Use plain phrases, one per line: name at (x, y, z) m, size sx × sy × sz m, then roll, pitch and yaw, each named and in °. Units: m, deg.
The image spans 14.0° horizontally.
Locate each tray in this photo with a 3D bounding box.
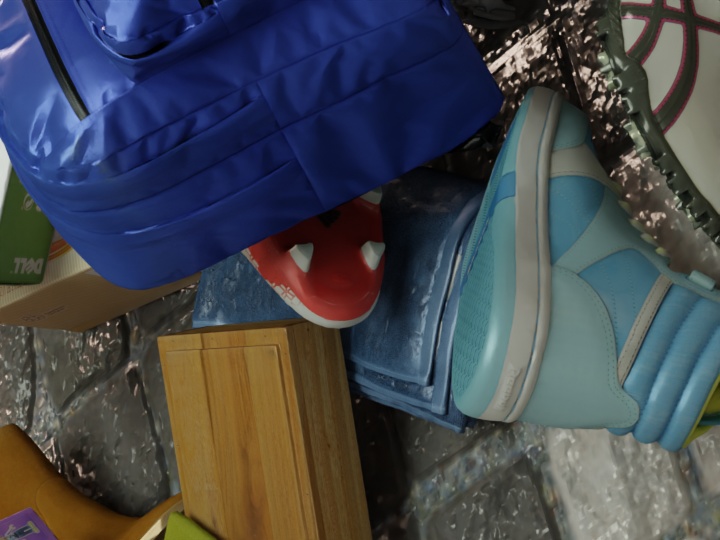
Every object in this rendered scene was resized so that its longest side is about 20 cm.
tray at (-0.039, 0.125, 1.374) m, size 0.098 × 0.037 × 0.201 m, roll -5°, pitch 95°, yaw 49°

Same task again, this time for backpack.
backpack at (-0.071, -0.106, 1.251) m, size 0.200 × 0.168 × 0.163 m, roll -29°, pitch 50°, yaw 5°

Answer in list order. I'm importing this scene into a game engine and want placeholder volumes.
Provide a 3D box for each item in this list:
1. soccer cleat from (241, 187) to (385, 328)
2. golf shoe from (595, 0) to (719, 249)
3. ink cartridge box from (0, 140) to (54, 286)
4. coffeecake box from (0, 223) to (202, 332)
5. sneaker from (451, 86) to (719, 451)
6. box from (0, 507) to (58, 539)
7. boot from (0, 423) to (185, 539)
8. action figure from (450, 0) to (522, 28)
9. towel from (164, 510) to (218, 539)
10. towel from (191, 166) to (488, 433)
soccer cleat at (-0.047, -0.040, 1.360) m, size 0.200 × 0.068 × 0.085 m, roll 61°, pitch 141°, yaw 33°
golf shoe at (0.136, -0.107, 1.212) m, size 0.088 × 0.077 × 0.201 m, roll -21°, pitch 84°, yaw 10°
ink cartridge box at (-0.206, -0.050, 1.475) m, size 0.104 × 0.059 × 0.201 m, roll 15°, pitch 95°, yaw 24°
coffeecake box at (-0.137, -0.085, 1.530) m, size 0.153 × 0.073 × 0.201 m, roll -23°, pitch 67°, yaw 46°
sneaker at (0.111, 0.006, 1.230) m, size 0.200 × 0.130 × 0.080 m, roll -79°, pitch 7°, yaw -50°
box at (-0.129, 0.232, 1.429) m, size 0.200 × 0.039 × 0.137 m, roll 46°, pitch 140°, yaw 26°
boot at (-0.151, 0.132, 1.508) m, size 0.201 × 0.071 × 0.144 m, roll -55°, pitch 54°, yaw 37°
action figure at (0.059, -0.180, 1.327) m, size 0.200 × 0.069 × 0.131 m, roll -37°, pitch 64°, yaw 44°
towel at (-0.030, 0.192, 1.342) m, size 0.200 × 0.018 × 0.086 m, roll 32°, pitch 116°, yaw 40°
towel at (0.000, 0.000, 1.376) m, size 0.200 × 0.048 × 0.112 m, roll 18°, pitch 97°, yaw 49°
